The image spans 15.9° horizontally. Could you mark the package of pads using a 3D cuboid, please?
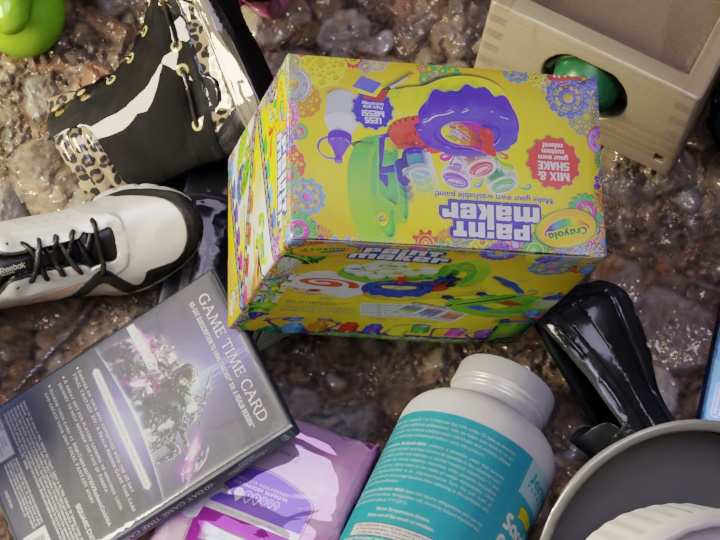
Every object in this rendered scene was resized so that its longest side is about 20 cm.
[{"bbox_3d":[-0.077,0.185,1.690,0.120,0.076,0.200,20,71,10],"label":"package of pads"}]

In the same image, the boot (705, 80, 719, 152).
[{"bbox_3d":[0.315,-0.091,1.732,0.168,0.200,0.077,25,90,6],"label":"boot"}]

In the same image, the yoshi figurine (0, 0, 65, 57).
[{"bbox_3d":[-0.237,-0.233,1.841,0.112,0.112,0.200,34,51,-31],"label":"yoshi figurine"}]

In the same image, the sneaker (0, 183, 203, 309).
[{"bbox_3d":[-0.202,-0.007,1.732,0.199,0.080,0.074,-14,96,8],"label":"sneaker"}]

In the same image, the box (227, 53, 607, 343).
[{"bbox_3d":[0.030,-0.040,1.639,0.199,0.193,0.122,4,72,-14],"label":"box"}]

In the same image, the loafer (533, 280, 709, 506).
[{"bbox_3d":[0.172,0.107,1.712,0.070,0.068,0.201,-21,86,-15],"label":"loafer"}]

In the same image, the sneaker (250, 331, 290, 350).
[{"bbox_3d":[0.000,0.000,1.755,0.200,0.078,0.085,-31,74,-11],"label":"sneaker"}]

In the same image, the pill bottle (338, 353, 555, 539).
[{"bbox_3d":[0.057,0.154,1.675,0.111,0.111,0.200,24,62,7],"label":"pill bottle"}]

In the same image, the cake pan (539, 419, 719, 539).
[{"bbox_3d":[0.203,0.188,1.665,0.200,0.037,0.201,-3,103,-11],"label":"cake pan"}]

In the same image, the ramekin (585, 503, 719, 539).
[{"bbox_3d":[0.200,0.236,1.596,0.202,0.094,0.203,-4,102,-19],"label":"ramekin"}]

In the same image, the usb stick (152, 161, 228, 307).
[{"bbox_3d":[-0.108,-0.004,1.779,0.055,0.033,0.201,12,71,-2],"label":"usb stick"}]

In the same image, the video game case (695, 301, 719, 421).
[{"bbox_3d":[0.329,0.063,1.754,0.181,0.045,0.201,13,71,3],"label":"video game case"}]

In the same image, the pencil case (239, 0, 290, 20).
[{"bbox_3d":[-0.030,-0.273,1.845,0.083,0.087,0.200,29,72,32],"label":"pencil case"}]

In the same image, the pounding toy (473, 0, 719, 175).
[{"bbox_3d":[0.160,-0.160,1.798,0.184,0.142,0.200,26,62,8],"label":"pounding toy"}]

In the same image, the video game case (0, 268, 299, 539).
[{"bbox_3d":[-0.151,0.105,1.697,0.200,0.019,0.143,-32,54,5],"label":"video game case"}]

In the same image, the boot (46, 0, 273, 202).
[{"bbox_3d":[-0.151,-0.146,1.781,0.150,0.073,0.200,-30,79,15],"label":"boot"}]
